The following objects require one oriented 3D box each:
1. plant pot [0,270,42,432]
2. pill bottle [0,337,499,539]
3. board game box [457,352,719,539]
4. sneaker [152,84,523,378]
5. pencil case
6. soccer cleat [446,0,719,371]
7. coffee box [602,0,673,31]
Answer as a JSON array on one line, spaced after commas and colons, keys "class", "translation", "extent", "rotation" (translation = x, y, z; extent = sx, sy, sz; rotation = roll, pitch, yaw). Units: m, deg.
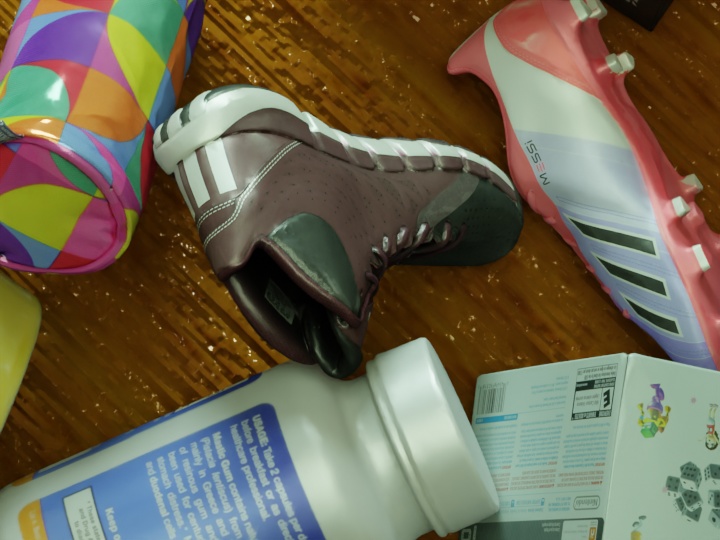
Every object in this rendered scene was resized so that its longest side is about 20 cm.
[{"class": "plant pot", "translation": [-0.246, 0.030, 1.256], "extent": [0.189, 0.201, 0.201], "rotation": [25, 82, -13]}, {"class": "pill bottle", "translation": [-0.046, 0.106, 1.267], "extent": [0.200, 0.112, 0.112], "rotation": [-23, 82, 4]}, {"class": "board game box", "translation": [0.094, 0.142, 1.254], "extent": [0.064, 0.148, 0.200], "rotation": [12, 81, -20]}, {"class": "sneaker", "translation": [0.000, 0.000, 1.261], "extent": [0.076, 0.200, 0.116], "rotation": [-39, 52, 35]}, {"class": "pencil case", "translation": [-0.120, -0.087, 1.276], "extent": [0.088, 0.088, 0.200], "rotation": [15, 45, 2]}, {"class": "soccer cleat", "translation": [0.111, -0.030, 1.332], "extent": [0.076, 0.067, 0.200], "rotation": [-27, 86, 22]}, {"class": "coffee box", "translation": [0.074, -0.204, 1.324], "extent": [0.200, 0.114, 0.080], "rotation": [33, 82, 5]}]
